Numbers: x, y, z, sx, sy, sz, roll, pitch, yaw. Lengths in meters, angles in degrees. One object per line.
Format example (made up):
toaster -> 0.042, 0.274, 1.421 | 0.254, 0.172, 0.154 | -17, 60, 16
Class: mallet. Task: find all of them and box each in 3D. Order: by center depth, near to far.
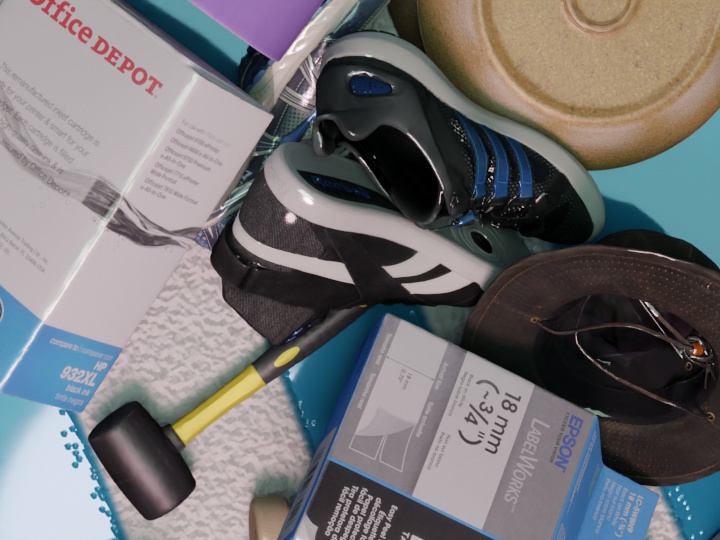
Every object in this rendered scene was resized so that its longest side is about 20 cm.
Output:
mallet -> -0.071, 0.058, 1.219 | 0.200, 0.041, 0.066 | -44, 102, 0

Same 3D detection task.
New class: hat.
hat -> 0.153, 0.031, 1.187 | 0.199, 0.081, 0.201 | 9, 139, 8

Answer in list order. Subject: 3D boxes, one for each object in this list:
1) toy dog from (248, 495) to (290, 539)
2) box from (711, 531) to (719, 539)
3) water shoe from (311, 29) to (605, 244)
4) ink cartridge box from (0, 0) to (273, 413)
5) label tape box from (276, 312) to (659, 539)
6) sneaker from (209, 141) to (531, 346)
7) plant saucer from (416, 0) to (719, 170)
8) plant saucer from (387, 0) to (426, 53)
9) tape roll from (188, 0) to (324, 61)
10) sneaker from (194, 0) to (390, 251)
toy dog -> -0.006, 0.197, 1.175 | 0.131, 0.097, 0.201 | -22, 61, -16
box -> 0.327, 0.196, 1.180 | 0.199, 0.200, 0.171 | 42, 96, -8
water shoe -> 0.050, -0.050, 1.147 | 0.199, 0.071, 0.079 | 32, 58, -26
ink cartridge box -> -0.164, -0.048, 1.137 | 0.145, 0.084, 0.201 | 37, 97, 31
label tape box -> 0.070, 0.133, 1.148 | 0.199, 0.063, 0.145 | 26, 64, -6
sneaker -> 0.000, 0.000, 1.184 | 0.199, 0.073, 0.112 | 20, 124, -36
plant saucer -> 0.131, -0.154, 1.159 | 0.198, 0.035, 0.202 | -1, 100, -3
plant saucer -> 0.110, -0.181, 1.190 | 0.198, 0.037, 0.202 | 0, 100, -3
tape roll -> -0.097, -0.202, 1.090 | 0.199, 0.200, 0.085 | 37, 94, -8
sneaker -> -0.033, -0.089, 1.185 | 0.085, 0.077, 0.200 | 34, 103, -18
